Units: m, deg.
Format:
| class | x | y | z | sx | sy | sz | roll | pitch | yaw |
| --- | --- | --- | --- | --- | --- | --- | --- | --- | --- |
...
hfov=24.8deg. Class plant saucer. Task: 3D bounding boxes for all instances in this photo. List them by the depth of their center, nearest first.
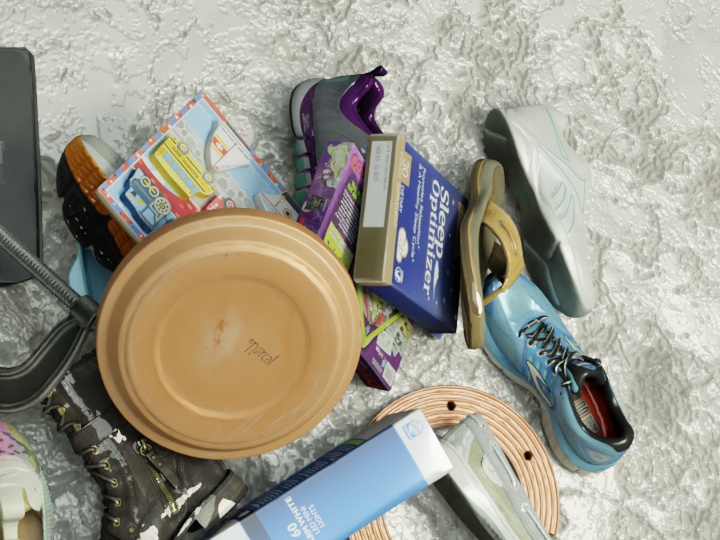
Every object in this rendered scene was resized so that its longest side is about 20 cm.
| class | x | y | z | sx | sy | sz | roll | pitch | yaw |
| --- | --- | --- | --- | --- | --- | --- | --- | --- | --- |
| plant saucer | -0.096 | 0.052 | 1.213 | 0.199 | 0.032 | 0.201 | -4 | 114 | -9 |

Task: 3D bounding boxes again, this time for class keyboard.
| class | x | y | z | sx | sy | sz | roll | pitch | yaw |
| --- | --- | --- | --- | --- | --- | --- | --- | --- | --- |
| keyboard | -0.320 | -0.085 | 1.312 | 0.126 | 0.021 | 0.201 | 0 | 77 | -21 |

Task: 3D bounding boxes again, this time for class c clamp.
| class | x | y | z | sx | sy | sz | roll | pitch | yaw |
| --- | --- | --- | --- | --- | --- | --- | --- | --- | --- |
| c clamp | -0.263 | 0.014 | 1.248 | 0.200 | 0.027 | 0.171 | 34 | 90 | 15 |

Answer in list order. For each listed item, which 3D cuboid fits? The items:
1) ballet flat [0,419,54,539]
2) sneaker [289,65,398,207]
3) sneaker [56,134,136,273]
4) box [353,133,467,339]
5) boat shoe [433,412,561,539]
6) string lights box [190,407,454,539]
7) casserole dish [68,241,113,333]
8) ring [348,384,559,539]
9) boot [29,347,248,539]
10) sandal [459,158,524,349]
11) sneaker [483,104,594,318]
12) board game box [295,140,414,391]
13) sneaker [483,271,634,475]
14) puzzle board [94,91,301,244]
| class | x | y | z | sx | sy | sz | roll | pitch | yaw |
| --- | --- | --- | --- | --- | --- | --- | --- | --- | --- |
| ballet flat | -0.264 | 0.208 | 1.238 | 0.069 | 0.071 | 0.201 | -7 | 80 | -14 |
| sneaker | -0.006 | -0.073 | 1.376 | 0.074 | 0.087 | 0.201 | 10 | 70 | -61 |
| sneaker | -0.157 | -0.030 | 1.295 | 0.200 | 0.076 | 0.092 | 54 | 45 | -9 |
| box | 0.050 | -0.022 | 1.354 | 0.032 | 0.200 | 0.122 | 0 | 74 | 22 |
| boat shoe | 0.134 | 0.214 | 1.364 | 0.065 | 0.074 | 0.202 | -38 | 86 | -18 |
| string lights box | -0.034 | 0.186 | 1.298 | 0.200 | 0.103 | 0.059 | -31 | 90 | -15 |
| casserole dish | -0.144 | 0.004 | 1.346 | 0.199 | 0.039 | 0.122 | -11 | 82 | -23 |
| ring | 0.077 | 0.198 | 1.395 | 0.199 | 0.019 | 0.202 | 4 | 77 | -18 |
| boot | -0.198 | 0.153 | 1.256 | 0.200 | 0.069 | 0.174 | -41 | 97 | -32 |
| sandal | 0.115 | -0.021 | 1.393 | 0.054 | 0.081 | 0.201 | 3 | 45 | 11 |
| sneaker | 0.179 | -0.058 | 1.462 | 0.080 | 0.070 | 0.201 | -14 | 83 | -25 |
| board game box | 0.000 | 0.000 | 1.326 | 0.032 | 0.200 | 0.120 | 12 | 64 | 29 |
| sneaker | 0.177 | 0.079 | 1.418 | 0.078 | 0.090 | 0.200 | -35 | 89 | -23 |
| puzzle board | -0.098 | -0.028 | 1.283 | 0.200 | 0.017 | 0.151 | 50 | 46 | -12 |
